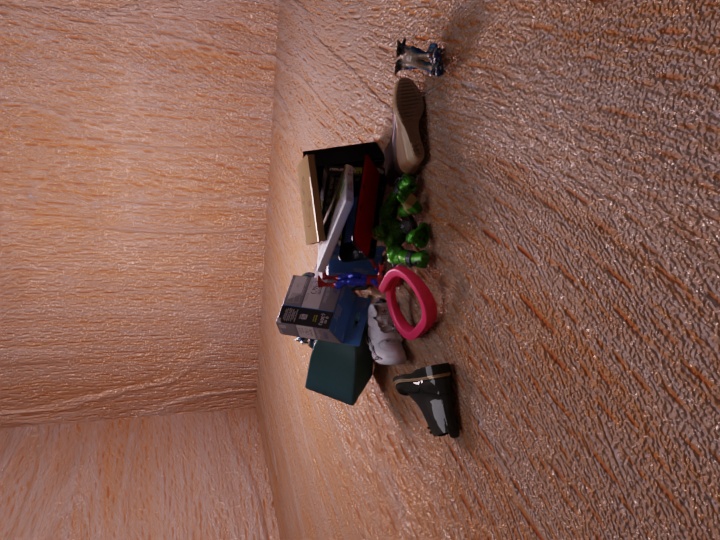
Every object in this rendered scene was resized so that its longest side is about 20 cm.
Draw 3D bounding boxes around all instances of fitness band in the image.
[{"bbox_3d":[0.099,0.067,1.233,0.144,0.037,0.200,57,158,16],"label":"fitness band"}]

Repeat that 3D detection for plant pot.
[{"bbox_3d":[-0.046,0.207,1.505,0.141,0.140,0.201,-49,-29,-55],"label":"plant pot"}]

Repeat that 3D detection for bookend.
[{"bbox_3d":[-0.043,-0.219,1.550,0.092,0.197,0.201,-113,17,-50],"label":"bookend"}]

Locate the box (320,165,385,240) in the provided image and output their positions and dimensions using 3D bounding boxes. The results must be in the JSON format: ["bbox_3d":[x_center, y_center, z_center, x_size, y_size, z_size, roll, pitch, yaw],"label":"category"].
[{"bbox_3d":[-0.027,-0.168,1.504,0.044,0.159,0.201,-113,27,-48],"label":"box"}]

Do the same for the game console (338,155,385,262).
[{"bbox_3d":[-0.016,-0.133,1.317,0.172,0.118,0.202,-5,71,49],"label":"game console"}]

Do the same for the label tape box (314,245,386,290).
[{"bbox_3d":[-0.027,-0.002,1.507,0.200,0.143,0.064,136,132,-67],"label":"label tape box"}]

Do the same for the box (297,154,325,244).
[{"bbox_3d":[-0.122,-0.165,1.414,0.163,0.021,0.202,178,84,-75],"label":"box"}]

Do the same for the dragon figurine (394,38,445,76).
[{"bbox_3d":[0.119,-0.422,1.167,0.200,0.098,0.059,-82,-3,-65],"label":"dragon figurine"}]

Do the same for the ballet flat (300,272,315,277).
[{"bbox_3d":[-0.146,0.101,1.678,0.074,0.074,0.202,-132,49,-65],"label":"ballet flat"}]

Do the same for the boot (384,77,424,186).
[{"bbox_3d":[0.081,-0.301,1.295,0.166,0.072,0.202,152,112,-68],"label":"boot"}]

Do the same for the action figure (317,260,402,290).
[{"bbox_3d":[0.000,0.000,1.377,0.065,0.198,0.100,-69,-18,-57],"label":"action figure"}]

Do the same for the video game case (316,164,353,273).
[{"bbox_3d":[-0.059,-0.124,1.380,0.183,0.023,0.201,-92,22,-55],"label":"video game case"}]

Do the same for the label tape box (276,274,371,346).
[{"bbox_3d":[-0.086,0.094,1.419,0.064,0.198,0.145,81,-160,-52],"label":"label tape box"}]

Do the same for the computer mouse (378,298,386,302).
[{"bbox_3d":[0.032,0.130,1.546,0.059,0.034,0.200,62,146,20],"label":"computer mouse"}]

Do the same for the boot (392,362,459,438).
[{"bbox_3d":[0.127,0.271,1.177,0.200,0.077,0.140,131,131,-66],"label":"boot"}]

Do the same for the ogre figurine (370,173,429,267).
[{"bbox_3d":[0.089,-0.090,1.255,0.120,0.098,0.201,-33,81,52],"label":"ogre figurine"}]

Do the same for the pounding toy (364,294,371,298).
[{"bbox_3d":[-0.055,0.132,1.691,0.184,0.141,0.202,-100,16,-74],"label":"pounding toy"}]

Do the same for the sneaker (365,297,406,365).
[{"bbox_3d":[0.058,0.141,1.378,0.200,0.074,0.116,-132,42,-70],"label":"sneaker"}]

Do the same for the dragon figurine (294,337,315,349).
[{"bbox_3d":[-0.120,0.148,1.523,0.100,0.058,0.200,-66,-13,-2],"label":"dragon figurine"}]

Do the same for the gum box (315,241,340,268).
[{"bbox_3d":[-0.055,-0.022,1.674,0.200,0.112,0.067,121,144,-59],"label":"gum box"}]
